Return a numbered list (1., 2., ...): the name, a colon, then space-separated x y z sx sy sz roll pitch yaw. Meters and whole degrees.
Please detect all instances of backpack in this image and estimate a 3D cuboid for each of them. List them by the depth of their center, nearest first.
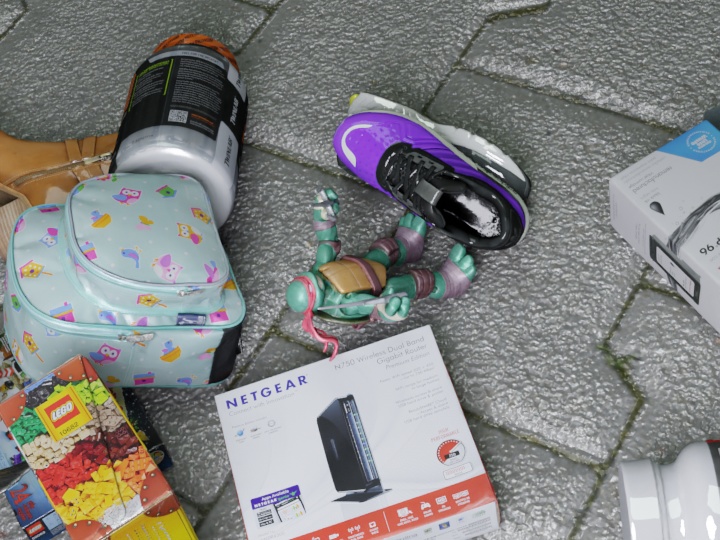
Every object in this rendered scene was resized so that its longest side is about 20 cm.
1. backpack: -0.209 0.011 1.171 0.197 0.154 0.177 -7 48 -17

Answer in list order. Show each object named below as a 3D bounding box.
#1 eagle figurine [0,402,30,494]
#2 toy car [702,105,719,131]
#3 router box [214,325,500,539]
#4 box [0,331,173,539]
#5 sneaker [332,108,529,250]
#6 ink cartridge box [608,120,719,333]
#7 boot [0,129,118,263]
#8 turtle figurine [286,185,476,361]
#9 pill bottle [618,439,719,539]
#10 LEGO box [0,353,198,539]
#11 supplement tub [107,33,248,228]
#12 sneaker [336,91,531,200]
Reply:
1. eagle figurine: -0.363 0.185 1.101 0.151 0.201 0.151 32 18 -4
2. toy car: 0.411 -0.189 1.244 0.200 0.158 0.164 -46 44 -9
3. router box: -0.007 0.157 1.114 0.197 0.049 0.181 -18 52 -3
4. box: -0.270 0.127 1.197 0.136 0.038 0.200 -31 53 -12
5. sneaker: 0.061 -0.081 1.206 0.198 0.070 0.100 29 16 5
6. ink cartridge box: 0.322 -0.027 1.177 0.115 0.068 0.200 -31 54 -12
7. boot: -0.314 -0.114 1.364 0.154 0.077 0.201 -24 55 -6
8. turtle figurine: 0.000 0.000 1.168 0.198 0.101 0.150 -11 56 -45
9. pill bottle: 0.294 0.180 0.993 0.197 0.117 0.117 -5 52 7
10. LEGO box: -0.183 0.185 1.031 0.077 0.201 0.149 -32 53 -14
11. supplement tub: -0.173 -0.134 1.315 0.121 0.124 0.202 -5 43 7
12. sneaker: 0.067 -0.098 1.293 0.198 0.074 0.086 24 89 18
